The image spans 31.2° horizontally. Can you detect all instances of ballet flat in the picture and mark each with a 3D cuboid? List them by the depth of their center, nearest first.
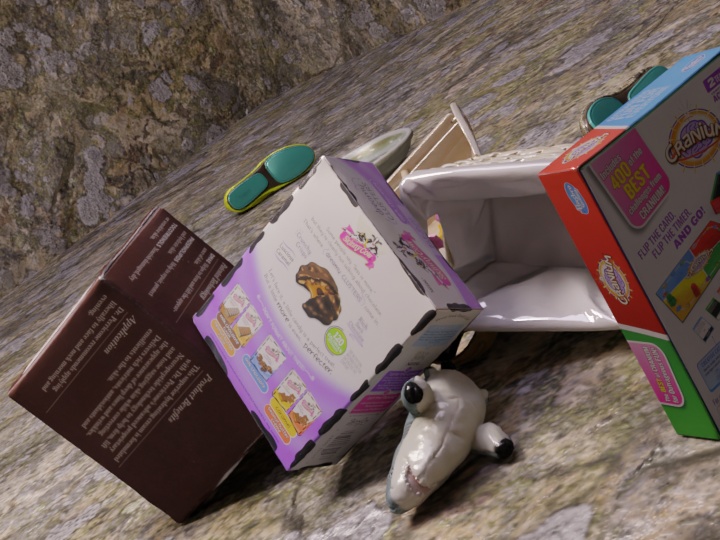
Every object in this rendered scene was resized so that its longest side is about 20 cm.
[{"bbox_3d":[0.301,-0.176,1.498,0.200,0.068,0.075,-37,-8,-42],"label":"ballet flat"},{"bbox_3d":[-0.177,-0.176,2.458,0.200,0.067,0.067,-35,1,-12],"label":"ballet flat"}]

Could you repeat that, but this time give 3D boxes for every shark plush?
[{"bbox_3d":[0.050,0.114,1.004,0.083,0.091,0.200,-59,13,16],"label":"shark plush"}]

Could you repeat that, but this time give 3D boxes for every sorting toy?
[{"bbox_3d":[0.089,-0.057,1.446,0.200,0.107,0.180,-47,25,16],"label":"sorting toy"}]

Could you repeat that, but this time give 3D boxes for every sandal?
[{"bbox_3d":[0.093,0.054,1.156,0.200,0.054,0.080,-22,14,-27],"label":"sandal"}]

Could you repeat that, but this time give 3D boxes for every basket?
[{"bbox_3d":[0.152,-0.031,1.056,0.200,0.136,0.123,-1,14,36],"label":"basket"}]

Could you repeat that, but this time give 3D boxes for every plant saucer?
[{"bbox_3d":[0.004,-0.153,2.027,0.200,0.050,0.200,-28,14,8],"label":"plant saucer"}]

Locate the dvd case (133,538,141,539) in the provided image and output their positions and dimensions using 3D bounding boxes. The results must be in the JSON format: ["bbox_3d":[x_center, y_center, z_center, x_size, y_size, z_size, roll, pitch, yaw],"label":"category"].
[{"bbox_3d":[-0.216,0.291,1.021,0.150,0.025,0.200,-34,14,-12],"label":"dvd case"}]

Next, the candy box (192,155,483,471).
[{"bbox_3d":[-0.024,0.036,1.053,0.071,0.168,0.200,3,-44,-52],"label":"candy box"}]

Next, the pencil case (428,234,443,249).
[{"bbox_3d":[0.008,0.017,1.361,0.200,0.088,0.087,-17,20,47],"label":"pencil case"}]

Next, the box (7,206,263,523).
[{"bbox_3d":[-0.178,0.084,1.188,0.166,0.200,0.164,-47,10,24],"label":"box"}]

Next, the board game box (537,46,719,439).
[{"bbox_3d":[0.219,-0.018,0.824,0.153,0.200,0.040,-37,16,-26],"label":"board game box"}]
